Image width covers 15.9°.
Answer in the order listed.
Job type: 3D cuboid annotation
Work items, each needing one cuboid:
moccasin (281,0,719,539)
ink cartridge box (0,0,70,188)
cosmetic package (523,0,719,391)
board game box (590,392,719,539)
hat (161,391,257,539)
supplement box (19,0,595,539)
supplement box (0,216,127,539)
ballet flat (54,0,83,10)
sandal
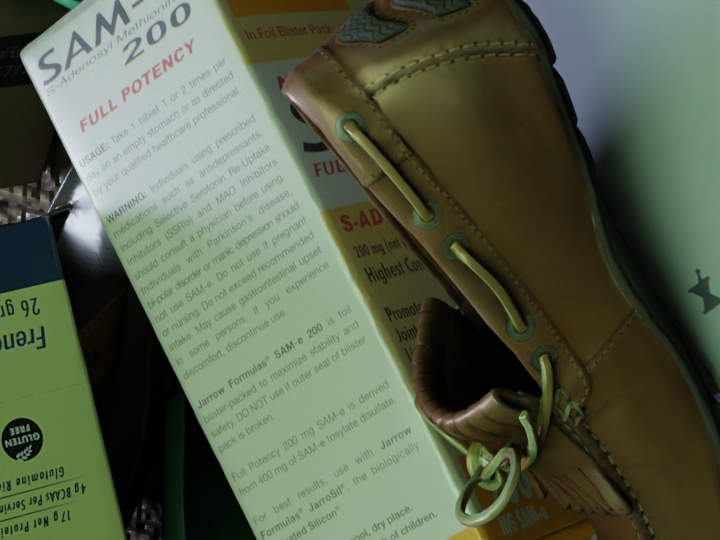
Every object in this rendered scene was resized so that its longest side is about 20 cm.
[{"bbox_3d":[0.041,0.021,0.664,0.074,0.078,0.202,45,165,54],"label":"moccasin"},{"bbox_3d":[-0.217,-0.093,0.859,0.200,0.165,0.075,28,112,20],"label":"ink cartridge box"},{"bbox_3d":[0.155,-0.078,0.681,0.199,0.123,0.200,-39,80,30],"label":"cosmetic package"},{"bbox_3d":[0.148,0.132,0.780,0.200,0.039,0.158,37,117,17],"label":"board game box"},{"bbox_3d":[0.024,0.136,0.845,0.175,0.166,0.201,0,122,-4],"label":"hat"},{"bbox_3d":[0.000,0.000,0.772,0.073,0.126,0.200,-33,79,30],"label":"supplement box"},{"bbox_3d":[-0.158,0.103,0.797,0.200,0.134,0.200,166,90,-69],"label":"supplement box"},{"bbox_3d":[-0.148,-0.151,0.869,0.200,0.067,0.067,26,106,14],"label":"ballet flat"},{"bbox_3d":[-0.098,0.017,0.868,0.082,0.054,0.200,46,125,38],"label":"sandal"}]
